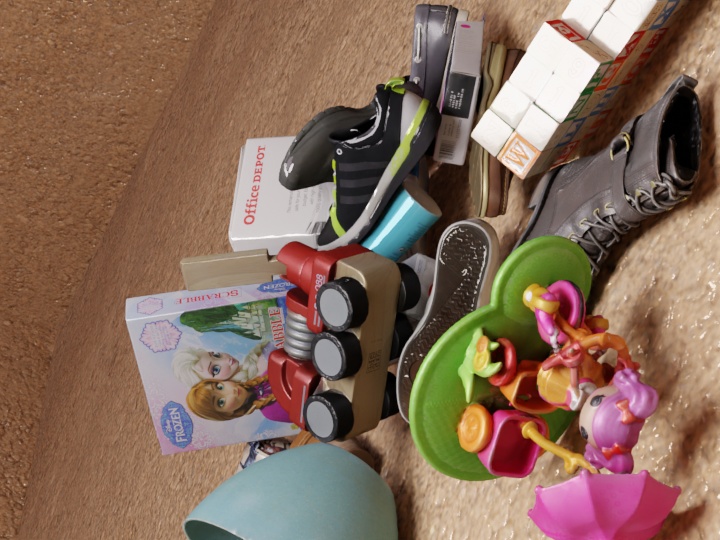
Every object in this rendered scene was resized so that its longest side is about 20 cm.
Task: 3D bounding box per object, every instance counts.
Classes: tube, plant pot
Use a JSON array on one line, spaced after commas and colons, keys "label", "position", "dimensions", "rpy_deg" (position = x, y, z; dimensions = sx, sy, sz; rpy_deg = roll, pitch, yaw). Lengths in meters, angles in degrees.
[{"label": "tube", "position": [0.000, 0.000, 1.228], "dimensions": [0.200, 0.050, 0.077], "rpy_deg": [-49, -5, 19]}, {"label": "plant pot", "position": [-0.044, 0.239, 1.124], "dimensions": [0.135, 0.200, 0.200], "rpy_deg": [-53, 11, -26]}]

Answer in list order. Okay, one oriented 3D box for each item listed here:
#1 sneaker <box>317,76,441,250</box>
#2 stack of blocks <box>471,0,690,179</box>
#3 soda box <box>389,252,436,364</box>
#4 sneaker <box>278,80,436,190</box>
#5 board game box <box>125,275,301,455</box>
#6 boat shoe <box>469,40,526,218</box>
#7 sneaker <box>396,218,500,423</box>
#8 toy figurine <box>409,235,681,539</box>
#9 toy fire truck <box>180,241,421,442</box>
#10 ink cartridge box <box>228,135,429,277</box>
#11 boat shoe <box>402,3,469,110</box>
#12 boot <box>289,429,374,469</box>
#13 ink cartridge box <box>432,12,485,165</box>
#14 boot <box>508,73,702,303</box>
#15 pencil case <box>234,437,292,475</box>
[{"label": "sneaker", "position": [0.000, -0.104, 1.186], "dimensions": [0.200, 0.083, 0.072], "rpy_deg": [-54, 10, 28]}, {"label": "stack of blocks", "position": [0.186, -0.176, 0.987], "dimensions": [0.115, 0.059, 0.200], "rpy_deg": [-22, -30, -55]}, {"label": "soda box", "position": [0.033, 0.047, 1.256], "dimensions": [0.200, 0.063, 0.068], "rpy_deg": [-31, 42, 60]}, {"label": "sneaker", "position": [0.008, -0.125, 1.248], "dimensions": [0.091, 0.200, 0.076], "rpy_deg": [50, 152, 21]}, {"label": "board game box", "position": [-0.139, 0.105, 1.342], "dimensions": [0.041, 0.199, 0.200], "rpy_deg": [-101, 3, -55]}, {"label": "boat shoe", "position": [0.140, -0.132, 1.131], "dimensions": [0.072, 0.067, 0.200], "rpy_deg": [97, -177, -54]}, {"label": "sneaker", "position": [0.091, 0.049, 1.129], "dimensions": [0.085, 0.073, 0.200], "rpy_deg": [-23, -48, -70]}, {"label": "toy figurine", "position": [0.147, 0.099, 0.822], "dimensions": [0.184, 0.150, 0.200], "rpy_deg": [43, 116, 57]}, {"label": "toy fire truck", "position": [-0.064, 0.051, 1.164], "dimensions": [0.200, 0.129, 0.176], "rpy_deg": [26, 120, 38]}, {"label": "ink cartridge box", "position": [-0.030, -0.071, 1.327], "dimensions": [0.084, 0.200, 0.146], "rpy_deg": [74, -163, -52]}, {"label": "boat shoe", "position": [0.067, -0.206, 1.364], "dimensions": [0.073, 0.063, 0.200], "rpy_deg": [-73, 0, -55]}, {"label": "boot", "position": [-0.064, 0.255, 1.286], "dimensions": [0.200, 0.077, 0.155], "rpy_deg": [-69, 21, -3]}, {"label": "ink cartridge box", "position": [0.103, -0.191, 1.246], "dimensions": [0.200, 0.037, 0.095], "rpy_deg": [-73, -7, -60]}, {"label": "boot", "position": [0.187, -0.038, 0.926], "dimensions": [0.174, 0.069, 0.200], "rpy_deg": [-34, 38, 59]}, {"label": "pencil case", "position": [-0.129, 0.292, 1.422], "dimensions": [0.089, 0.078, 0.200], "rpy_deg": [-66, -1, -85]}]
